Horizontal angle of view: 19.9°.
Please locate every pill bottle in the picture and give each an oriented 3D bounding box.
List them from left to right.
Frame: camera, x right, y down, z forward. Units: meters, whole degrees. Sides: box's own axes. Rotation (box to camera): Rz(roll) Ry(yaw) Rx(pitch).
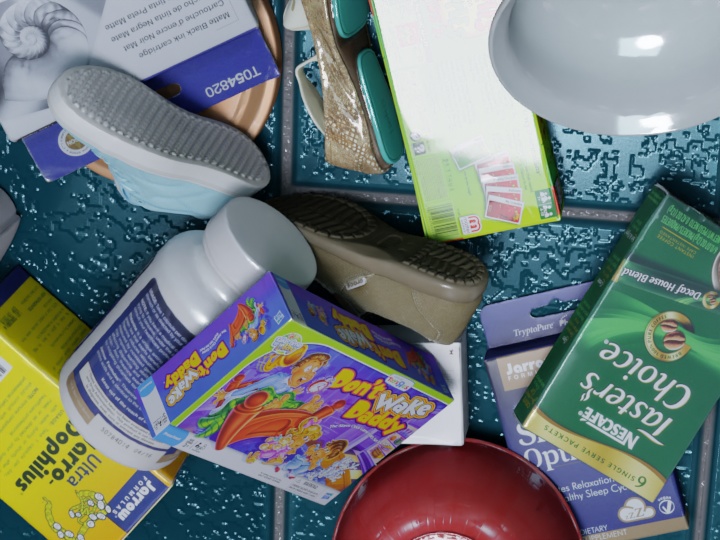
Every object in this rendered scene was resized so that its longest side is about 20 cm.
[{"bbox_3d":[-0.122,0.043,1.480,0.111,0.111,0.200,41,118,-5],"label":"pill bottle"}]

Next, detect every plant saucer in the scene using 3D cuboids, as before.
[{"bbox_3d":[-0.158,-0.158,1.519,0.198,0.032,0.202,3,108,9],"label":"plant saucer"}]

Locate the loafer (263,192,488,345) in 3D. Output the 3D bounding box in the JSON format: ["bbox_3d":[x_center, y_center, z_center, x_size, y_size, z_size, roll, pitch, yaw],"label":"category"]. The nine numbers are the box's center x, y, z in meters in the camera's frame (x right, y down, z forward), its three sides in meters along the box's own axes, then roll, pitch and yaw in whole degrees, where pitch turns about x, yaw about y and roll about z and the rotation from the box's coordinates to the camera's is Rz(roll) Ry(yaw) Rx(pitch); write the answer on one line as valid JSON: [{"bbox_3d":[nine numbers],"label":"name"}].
[{"bbox_3d":[0.000,0.000,1.494,0.199,0.076,0.068,24,118,32],"label":"loafer"}]

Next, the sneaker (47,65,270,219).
[{"bbox_3d":[-0.155,-0.077,1.454,0.082,0.074,0.199,-38,140,26],"label":"sneaker"}]

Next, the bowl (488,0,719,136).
[{"bbox_3d":[0.186,-0.186,1.401,0.199,0.091,0.202,2,147,1],"label":"bowl"}]

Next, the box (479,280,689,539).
[{"bbox_3d":[0.167,0.112,1.550,0.120,0.032,0.202,-13,104,13],"label":"box"}]

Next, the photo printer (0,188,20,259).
[{"bbox_3d":[-0.339,0.027,1.519,0.069,0.200,0.167,35,109,-3],"label":"photo printer"}]

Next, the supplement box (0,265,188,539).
[{"bbox_3d":[-0.237,0.114,1.577,0.200,0.109,0.110,41,110,-5],"label":"supplement box"}]

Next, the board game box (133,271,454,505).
[{"bbox_3d":[-0.044,0.088,1.449,0.134,0.045,0.199,-40,142,18],"label":"board game box"}]

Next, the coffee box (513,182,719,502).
[{"bbox_3d":[0.213,0.054,1.487,0.122,0.044,0.201,31,98,-12],"label":"coffee box"}]

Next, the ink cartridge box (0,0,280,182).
[{"bbox_3d":[-0.178,-0.173,1.436,0.198,0.041,0.201,-25,121,3],"label":"ink cartridge box"}]

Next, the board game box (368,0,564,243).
[{"bbox_3d":[0.076,-0.128,1.480,0.101,0.048,0.202,-11,106,12],"label":"board game box"}]

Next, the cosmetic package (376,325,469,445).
[{"bbox_3d":[-0.018,0.085,1.561,0.198,0.051,0.083,1,108,10],"label":"cosmetic package"}]

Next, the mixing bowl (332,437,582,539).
[{"bbox_3d":[0.066,0.231,1.510,0.198,0.108,0.203,1,94,9],"label":"mixing bowl"}]

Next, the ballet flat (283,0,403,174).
[{"bbox_3d":[-0.022,-0.164,1.478,0.065,0.070,0.202,-5,103,26],"label":"ballet flat"}]
